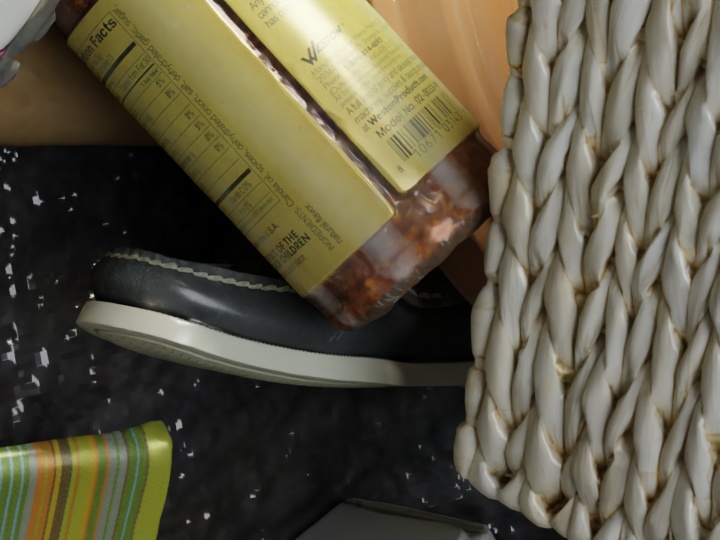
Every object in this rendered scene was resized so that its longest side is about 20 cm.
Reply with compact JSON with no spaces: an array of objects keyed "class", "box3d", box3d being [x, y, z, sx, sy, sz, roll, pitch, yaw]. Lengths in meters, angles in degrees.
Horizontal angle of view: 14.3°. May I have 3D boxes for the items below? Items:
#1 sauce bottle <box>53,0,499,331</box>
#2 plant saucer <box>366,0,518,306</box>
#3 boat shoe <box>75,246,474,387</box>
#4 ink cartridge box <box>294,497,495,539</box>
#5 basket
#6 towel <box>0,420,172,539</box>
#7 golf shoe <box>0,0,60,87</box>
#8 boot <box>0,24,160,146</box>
[{"class":"sauce bottle","box3d":[-0.047,-0.076,0.718,0.066,0.066,0.200,-41,90,-22]},{"class":"plant saucer","box3d":[0.068,-0.068,0.822,0.200,0.032,0.201,23,59,-43]},{"class":"boat shoe","box3d":[0.000,0.000,0.797,0.200,0.072,0.068,1,95,-48]},{"class":"ink cartridge box","box3d":[0.011,0.187,0.815,0.145,0.087,0.200,-39,111,-23]},{"class":"basket","box3d":[0.143,-0.021,0.703,0.200,0.161,0.199,-21,125,-48]},{"class":"towel","box3d":[-0.146,0.083,0.740,0.200,0.018,0.086,-5,127,-29]},{"class":"golf shoe","box3d":[-0.152,-0.053,0.653,0.073,0.200,0.092,67,16,16]},{"class":"boot","box3d":[-0.075,-0.040,0.771,0.200,0.066,0.176,-5,95,-30]}]
